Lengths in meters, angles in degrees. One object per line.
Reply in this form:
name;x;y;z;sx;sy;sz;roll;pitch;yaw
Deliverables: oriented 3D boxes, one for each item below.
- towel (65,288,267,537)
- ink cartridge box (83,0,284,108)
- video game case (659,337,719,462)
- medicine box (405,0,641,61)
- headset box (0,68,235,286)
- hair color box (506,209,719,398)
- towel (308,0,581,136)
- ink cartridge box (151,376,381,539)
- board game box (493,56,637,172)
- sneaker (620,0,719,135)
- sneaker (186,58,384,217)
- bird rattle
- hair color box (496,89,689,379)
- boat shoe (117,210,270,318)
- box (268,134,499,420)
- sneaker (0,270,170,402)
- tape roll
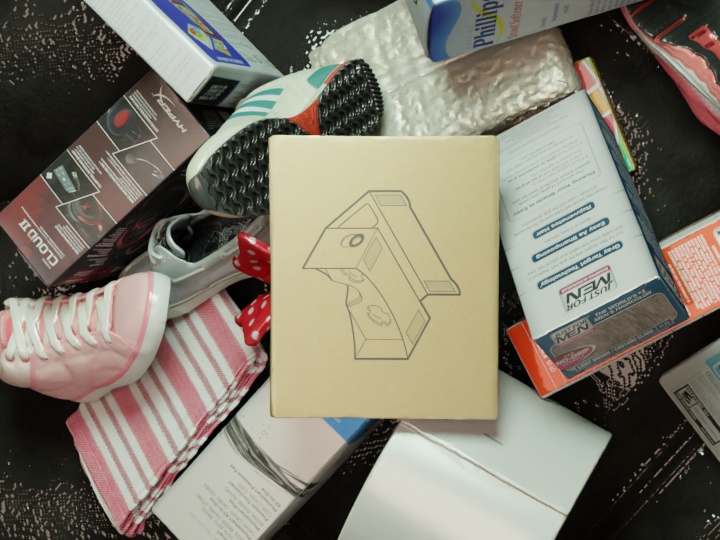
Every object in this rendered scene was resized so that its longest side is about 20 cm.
towel;-0.159;0.101;1.414;0.200;0.030;0.146;-51;42;13
ink cartridge box;-0.160;-0.206;1.335;0.200;0.198;0.047;43;103;7
video game case;0.328;0.127;1.269;0.024;0.182;0.200;-34;84;-29
medicine box;0.116;-0.276;1.255;0.199;0.103;0.183;-17;72;-3
headset box;-0.186;-0.068;1.379;0.200;0.149;0.075;-41;83;15
hair color box;0.217;0.018;1.305;0.200;0.111;0.064;-28;88;14
towel;0.064;-0.156;1.352;0.199;0.034;0.133;-23;76;16
ink cartridge box;-0.055;0.134;1.365;0.084;0.146;0.200;44;103;6
board game box;0.108;-0.086;1.368;0.199;0.030;0.096;-22;90;18
sneaker;0.255;-0.152;1.301;0.074;0.087;0.200;-29;64;-14
sneaker;-0.072;-0.095;1.293;0.093;0.200;0.071;-3;118;44
bird rattle;0.000;0.000;1.305;0.200;0.163;0.113;-31;77;5
hair color box;0.156;-0.029;1.256;0.100;0.061;0.200;-28;44;16
boat shoe;-0.130;-0.021;1.377;0.200;0.071;0.070;-21;51;31
box;0.016;0.005;1.219;0.163;0.021;0.201;0;88;-1
sneaker;-0.230;0.050;1.374;0.200;0.104;0.076;-35;45;52
tape roll;0.083;0.177;1.307;0.139;0.203;0.203;29;101;11
